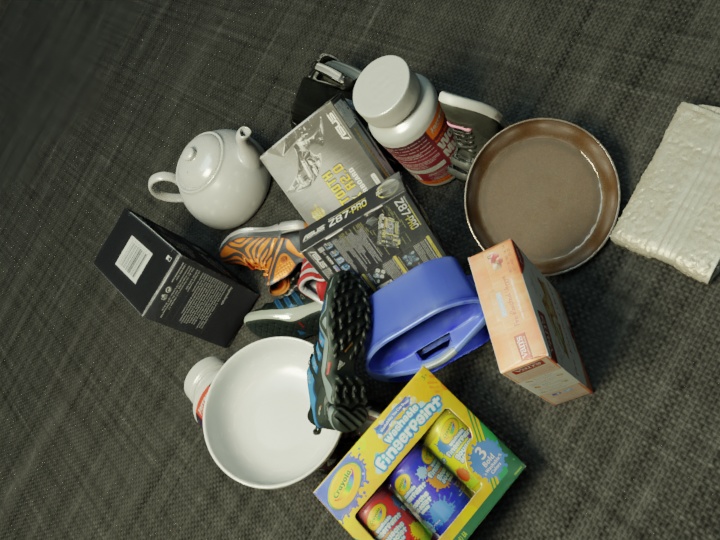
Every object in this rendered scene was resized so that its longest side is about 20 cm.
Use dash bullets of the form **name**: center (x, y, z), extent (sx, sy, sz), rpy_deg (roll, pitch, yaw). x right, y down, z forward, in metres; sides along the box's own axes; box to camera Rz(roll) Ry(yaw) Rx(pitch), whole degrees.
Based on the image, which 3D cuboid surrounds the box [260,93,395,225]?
- **box**: center (-0.035, -0.137, 0.988), extent (0.156, 0.202, 0.049), rpy_deg (-28, 16, 31)

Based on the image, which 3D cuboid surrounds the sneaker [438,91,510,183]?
- **sneaker**: center (0.149, -0.173, 0.888), extent (0.070, 0.198, 0.101), rpy_deg (29, 100, 30)

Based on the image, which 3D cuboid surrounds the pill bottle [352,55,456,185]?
- **pill bottle**: center (0.077, -0.212, 0.939), extent (0.107, 0.199, 0.112), rpy_deg (-13, 65, 29)

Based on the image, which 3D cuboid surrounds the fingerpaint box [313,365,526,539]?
- **fingerpaint box**: center (0.069, 0.249, 0.777), extent (0.167, 0.074, 0.200), rpy_deg (42, 80, 14)

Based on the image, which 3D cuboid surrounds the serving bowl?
- **serving bowl**: center (-0.111, 0.197, 0.887), extent (0.194, 0.066, 0.205), rpy_deg (-3, 62, 6)

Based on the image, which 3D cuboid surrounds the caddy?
- **caddy**: center (0.090, 0.077, 0.856), extent (0.198, 0.141, 0.107), rpy_deg (-33, 53, 20)

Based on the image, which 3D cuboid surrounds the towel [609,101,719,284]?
- **towel**: center (0.402, -0.098, 0.778), extent (0.131, 0.034, 0.203), rpy_deg (30, 91, 40)

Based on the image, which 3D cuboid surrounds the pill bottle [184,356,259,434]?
- **pill bottle**: center (-0.191, 0.221, 1.011), extent (0.199, 0.111, 0.113), rpy_deg (34, 92, 38)

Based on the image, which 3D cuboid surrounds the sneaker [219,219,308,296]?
- **sneaker**: center (-0.166, -0.012, 1.106), extent (0.196, 0.077, 0.115), rpy_deg (-13, 64, 30)

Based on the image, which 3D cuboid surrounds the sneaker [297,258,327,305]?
- **sneaker**: center (0.000, 0.000, 0.956), extent (0.195, 0.072, 0.114), rpy_deg (-4, 41, 21)

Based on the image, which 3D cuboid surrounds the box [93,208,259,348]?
- **box**: center (-0.315, 0.015, 1.121), extent (0.195, 0.199, 0.119), rpy_deg (33, 90, 38)

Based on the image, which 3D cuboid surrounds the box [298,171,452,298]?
- **box**: center (0.033, -0.013, 0.881), extent (0.159, 0.201, 0.050), rpy_deg (-28, 40, 15)

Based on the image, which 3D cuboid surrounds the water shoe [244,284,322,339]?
- **water shoe**: center (-0.096, 0.062, 1.048), extent (0.196, 0.072, 0.080), rpy_deg (-10, 45, 27)

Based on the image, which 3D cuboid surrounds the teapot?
- **teapot**: center (-0.274, -0.182, 1.205), extent (0.196, 0.145, 0.203), rpy_deg (33, 93, 38)

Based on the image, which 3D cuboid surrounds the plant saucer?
- **plant saucer**: center (0.235, -0.094, 0.853), extent (0.195, 0.032, 0.206), rpy_deg (-1, 86, 14)

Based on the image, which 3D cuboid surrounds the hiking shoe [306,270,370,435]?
- **hiking shoe**: center (-0.039, 0.101, 0.824), extent (0.086, 0.073, 0.205), rpy_deg (-17, 63, 46)

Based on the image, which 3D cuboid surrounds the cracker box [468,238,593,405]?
- **cracker box**: center (0.199, 0.066, 0.746), extent (0.057, 0.199, 0.137), rpy_deg (-24, 60, 24)

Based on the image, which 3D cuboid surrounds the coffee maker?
- **coffee maker**: center (-0.011, -0.238, 1.073), extent (0.198, 0.133, 0.197), rpy_deg (31, 114, 39)

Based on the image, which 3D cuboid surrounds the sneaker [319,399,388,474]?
- **sneaker**: center (-0.017, 0.237, 0.919), extent (0.197, 0.075, 0.119), rpy_deg (7, 81, 47)
